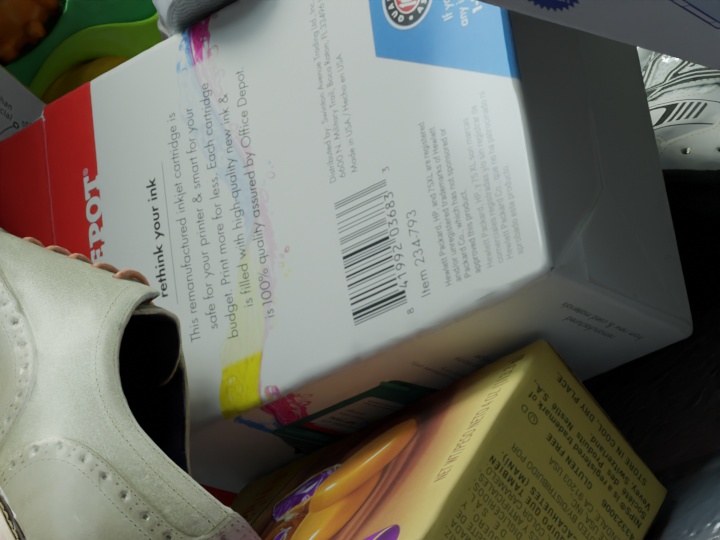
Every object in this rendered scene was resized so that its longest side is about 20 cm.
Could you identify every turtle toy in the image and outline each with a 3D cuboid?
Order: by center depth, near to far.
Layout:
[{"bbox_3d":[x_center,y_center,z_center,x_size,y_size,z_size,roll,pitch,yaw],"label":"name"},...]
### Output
[{"bbox_3d":[-0.104,-0.090,0.918,0.146,0.101,0.200,-26,15,45],"label":"turtle toy"}]

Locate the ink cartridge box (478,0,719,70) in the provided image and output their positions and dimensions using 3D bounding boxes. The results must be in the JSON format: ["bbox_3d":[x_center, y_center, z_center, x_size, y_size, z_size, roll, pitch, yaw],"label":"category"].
[{"bbox_3d":[0.119,-0.080,0.599,0.094,0.200,0.044,-53,-26,-46],"label":"ink cartridge box"}]

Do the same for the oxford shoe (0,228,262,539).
[{"bbox_3d":[-0.082,0.022,0.668,0.074,0.071,0.200,-33,54,3],"label":"oxford shoe"}]

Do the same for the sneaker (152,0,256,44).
[{"bbox_3d":[-0.028,-0.083,0.782,0.073,0.071,0.200,-10,-17,-3],"label":"sneaker"}]

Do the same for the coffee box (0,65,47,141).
[{"bbox_3d":[-0.179,0.054,0.802,0.199,0.200,0.198,-28,35,37],"label":"coffee box"}]

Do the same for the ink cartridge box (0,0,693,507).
[{"bbox_3d":[-0.019,-0.007,0.701,0.200,0.067,0.116,-24,61,33],"label":"ink cartridge box"}]

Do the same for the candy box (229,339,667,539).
[{"bbox_3d":[-0.017,0.110,0.595,0.117,0.057,0.200,-29,15,40],"label":"candy box"}]

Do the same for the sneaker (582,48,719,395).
[{"bbox_3d":[0.101,-0.030,0.744,0.200,0.076,0.088,-41,36,-15],"label":"sneaker"}]
